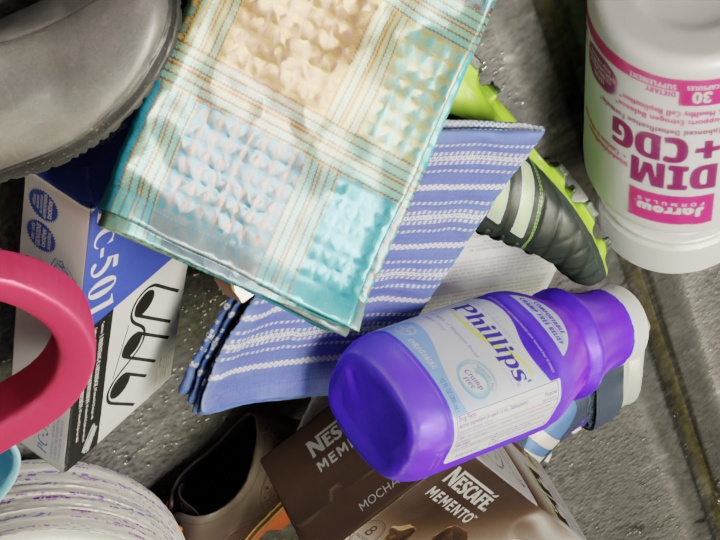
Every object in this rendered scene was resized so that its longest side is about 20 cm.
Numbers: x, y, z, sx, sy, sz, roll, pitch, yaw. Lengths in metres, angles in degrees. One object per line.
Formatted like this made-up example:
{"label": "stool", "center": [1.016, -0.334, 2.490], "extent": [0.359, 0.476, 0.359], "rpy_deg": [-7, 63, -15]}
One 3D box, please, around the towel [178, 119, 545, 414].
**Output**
{"label": "towel", "center": [0.000, 0.000, 1.108], "extent": [0.144, 0.024, 0.200], "rpy_deg": [-4, 138, -42]}

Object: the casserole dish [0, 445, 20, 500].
{"label": "casserole dish", "center": [-0.271, 0.122, 1.112], "extent": [0.200, 0.039, 0.121], "rpy_deg": [-44, 131, 10]}

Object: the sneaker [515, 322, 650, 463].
{"label": "sneaker", "center": [0.127, 0.104, 1.427], "extent": [0.146, 0.081, 0.201], "rpy_deg": [-5, 131, -32]}

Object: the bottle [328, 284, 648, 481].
{"label": "bottle", "center": [0.078, 0.054, 1.174], "extent": [0.199, 0.084, 0.065], "rpy_deg": [-17, 145, -38]}

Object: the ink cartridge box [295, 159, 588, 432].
{"label": "ink cartridge box", "center": [0.034, 0.026, 1.273], "extent": [0.162, 0.050, 0.201], "rpy_deg": [-7, 137, -37]}

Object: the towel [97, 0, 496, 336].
{"label": "towel", "center": [-0.023, -0.085, 0.979], "extent": [0.146, 0.022, 0.201], "rpy_deg": [24, 89, -28]}

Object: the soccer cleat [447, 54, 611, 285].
{"label": "soccer cleat", "center": [0.068, -0.049, 1.167], "extent": [0.081, 0.068, 0.200], "rpy_deg": [-41, 126, 4]}

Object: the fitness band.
{"label": "fitness band", "center": [-0.222, 0.049, 1.002], "extent": [0.199, 0.038, 0.144], "rpy_deg": [-27, 140, 16]}

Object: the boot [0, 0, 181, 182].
{"label": "boot", "center": [-0.182, -0.088, 0.916], "extent": [0.200, 0.070, 0.132], "rpy_deg": [-39, 146, 7]}

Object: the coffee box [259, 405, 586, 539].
{"label": "coffee box", "center": [0.043, 0.142, 1.276], "extent": [0.113, 0.080, 0.200], "rpy_deg": [-37, 145, 8]}

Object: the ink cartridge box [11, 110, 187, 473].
{"label": "ink cartridge box", "center": [-0.131, 0.006, 1.075], "extent": [0.094, 0.044, 0.201], "rpy_deg": [-43, 157, -40]}

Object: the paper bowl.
{"label": "paper bowl", "center": [-0.189, 0.215, 1.215], "extent": [0.199, 0.105, 0.202], "rpy_deg": [-9, 129, -11]}

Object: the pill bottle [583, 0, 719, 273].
{"label": "pill bottle", "center": [0.183, -0.094, 1.199], "extent": [0.113, 0.114, 0.200], "rpy_deg": [-26, 146, -13]}

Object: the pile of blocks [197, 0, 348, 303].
{"label": "pile of blocks", "center": [-0.054, -0.089, 1.010], "extent": [0.082, 0.062, 0.201], "rpy_deg": [12, 94, -27]}

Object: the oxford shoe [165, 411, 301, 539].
{"label": "oxford shoe", "center": [-0.107, 0.164, 1.314], "extent": [0.200, 0.071, 0.072], "rpy_deg": [-52, 138, 8]}
